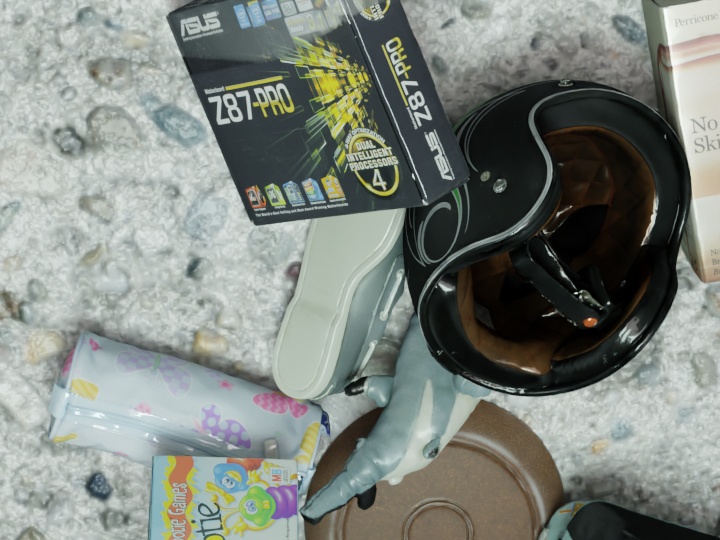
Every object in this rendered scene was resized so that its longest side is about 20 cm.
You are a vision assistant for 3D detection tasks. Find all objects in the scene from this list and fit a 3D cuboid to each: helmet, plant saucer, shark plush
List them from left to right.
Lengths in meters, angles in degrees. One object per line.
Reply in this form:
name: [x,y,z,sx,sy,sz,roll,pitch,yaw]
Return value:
shark plush: [0.024,0.101,1.605,0.083,0.091,0.200,42,84,-2]
plant saucer: [0.057,0.192,1.674,0.198,0.035,0.202,-1,108,-3]
helmet: [0.126,-0.031,1.529,0.198,0.192,0.201,7,135,7]

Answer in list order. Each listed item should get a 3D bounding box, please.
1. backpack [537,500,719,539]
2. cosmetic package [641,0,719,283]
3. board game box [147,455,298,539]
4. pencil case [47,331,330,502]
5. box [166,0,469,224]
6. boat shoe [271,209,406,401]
backpack: [0.194,0.277,1.639,0.174,0.153,0.202,16,103,-23]
cosmetic package: [0.263,-0.105,1.566,0.102,0.087,0.202,-13,107,2]
board game box: [-0.099,0.225,1.586,0.102,0.106,0.201,2,146,-4]
pencil case: [-0.125,0.111,1.610,0.198,0.091,0.084,19,120,-7]
box: [-0.031,-0.117,1.491,0.049,0.199,0.162,-30,106,-34]
boat shoe: [0.000,0.000,1.610,0.062,0.073,0.201,13,103,-52]
